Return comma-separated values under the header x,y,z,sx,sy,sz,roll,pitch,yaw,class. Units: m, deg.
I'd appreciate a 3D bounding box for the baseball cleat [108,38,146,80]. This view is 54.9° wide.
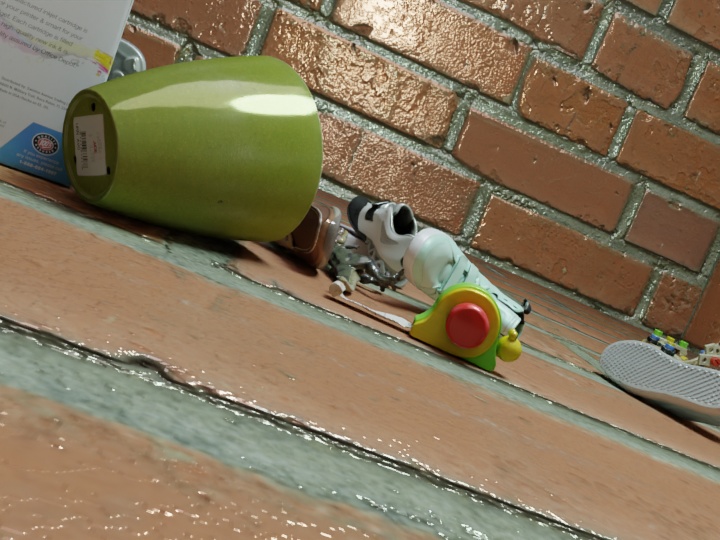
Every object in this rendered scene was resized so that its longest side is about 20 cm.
x,y,z,sx,sy,sz,roll,pitch,yaw,class
-0.341,-0.242,0.810,0.194,0.072,0.107,2,13,-3,baseball cleat

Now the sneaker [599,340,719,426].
x,y,z,sx,sy,sz,roll,pitch,yaw,class
0.413,0.161,0.929,0.199,0.074,0.083,25,-24,54,sneaker

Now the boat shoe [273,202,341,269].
x,y,z,sx,sy,sz,roll,pitch,yaw,class
-0.077,-0.050,0.822,0.070,0.078,0.199,16,0,-20,boat shoe

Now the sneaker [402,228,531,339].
x,y,z,sx,sy,sz,roll,pitch,yaw,class
0.134,0.023,0.826,0.117,0.075,0.200,31,-4,41,sneaker

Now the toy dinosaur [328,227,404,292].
x,y,z,sx,sy,sz,roll,pitch,yaw,class
0.000,0.000,0.809,0.086,0.049,0.200,18,13,-12,toy dinosaur

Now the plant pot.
x,y,z,sx,sy,sz,roll,pitch,yaw,class
-0.167,-0.113,0.654,0.185,0.192,0.198,27,24,33,plant pot

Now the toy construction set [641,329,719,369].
x,y,z,sx,sy,sz,roll,pitch,yaw,class
0.669,0.183,1.462,0.128,0.094,0.200,22,-4,-8,toy construction set

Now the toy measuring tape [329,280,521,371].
x,y,z,sx,sy,sz,roll,pitch,yaw,class
0.069,0.032,0.675,0.196,0.075,0.074,24,7,4,toy measuring tape

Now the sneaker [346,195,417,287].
x,y,z,sx,sy,sz,roll,pitch,yaw,class
0.042,-0.068,1.017,0.073,0.090,0.201,16,27,-32,sneaker

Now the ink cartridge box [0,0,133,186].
x,y,z,sx,sy,sz,roll,pitch,yaw,class
-0.321,-0.213,0.665,0.144,0.204,0.146,19,8,-29,ink cartridge box

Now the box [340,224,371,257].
x,y,z,sx,sy,sz,roll,pitch,yaw,class
-0.057,-0.059,1.070,0.197,0.037,0.144,21,8,-33,box
